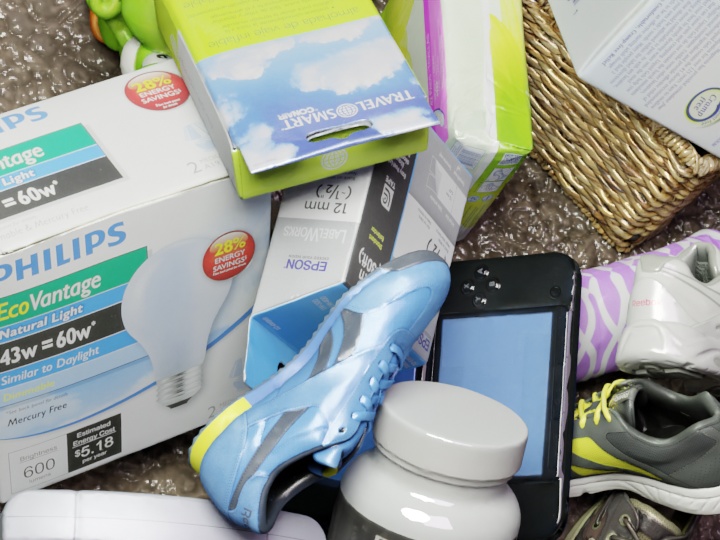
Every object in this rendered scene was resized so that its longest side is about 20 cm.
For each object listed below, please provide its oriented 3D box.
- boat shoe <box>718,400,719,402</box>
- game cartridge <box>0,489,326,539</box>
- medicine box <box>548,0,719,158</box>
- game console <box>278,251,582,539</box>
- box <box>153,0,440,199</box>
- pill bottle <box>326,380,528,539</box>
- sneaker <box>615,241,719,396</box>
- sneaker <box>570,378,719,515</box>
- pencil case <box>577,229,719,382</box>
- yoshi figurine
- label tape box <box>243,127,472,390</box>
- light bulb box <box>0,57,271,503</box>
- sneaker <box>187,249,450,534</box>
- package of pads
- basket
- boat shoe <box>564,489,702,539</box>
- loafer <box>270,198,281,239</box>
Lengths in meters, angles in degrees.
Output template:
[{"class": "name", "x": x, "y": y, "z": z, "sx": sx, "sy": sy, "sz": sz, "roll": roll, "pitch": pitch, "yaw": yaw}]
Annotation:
[{"class": "boat shoe", "x": 0.338, "y": 0.095, "z": 1.510, "sx": 0.199, "sy": 0.068, "sz": 0.075, "roll": -17, "pitch": 72, "yaw": -24}, {"class": "game cartridge", "x": -0.128, "y": 0.173, "z": 1.277, "sx": 0.199, "sy": 0.133, "sz": 0.042, "roll": 7, "pitch": 61, "yaw": -16}, {"class": "medicine box", "x": 0.229, "y": -0.187, "z": 1.452, "sx": 0.199, "sy": 0.103, "sz": 0.183, "roll": 24, "pitch": 34, "yaw": -33}, {"class": "game console", "x": 0.044, "y": 0.074, "z": 1.373, "sx": 0.118, "sy": 0.170, "sz": 0.201, "roll": 30, "pitch": 60, "yaw": -54}, {"class": "box", "x": -0.041, "y": -0.121, "z": 1.244, "sx": 0.121, "sy": 0.048, "sz": 0.200, "roll": -16, "pitch": 47, "yaw": -12}, {"class": "pill bottle", "x": 0.034, "y": 0.178, "z": 1.284, "sx": 0.116, "sy": 0.116, "sz": 0.201, "roll": 12, "pitch": 107, "yaw": -4}, {"class": "sneaker", "x": 0.246, "y": 0.033, "z": 1.425, "sx": 0.200, "sy": 0.078, "sz": 0.100, "roll": 19, "pitch": 73, "yaw": -56}, {"class": "sneaker", "x": 0.168, "y": 0.104, "z": 1.398, "sx": 0.199, "sy": 0.085, "sz": 0.075, "roll": 4, "pitch": 43, "yaw": 24}, {"class": "pencil case", "x": 0.187, "y": 0.025, "z": 1.487, "sx": 0.199, "sy": 0.084, "sz": 0.085, "roll": -14, "pitch": 36, "yaw": -26}, {"class": "yoshi figurine", "x": -0.133, "y": -0.174, "z": 1.399, "sx": 0.112, "sy": 0.200, "sz": 0.112, "roll": -40, "pitch": 114, "yaw": 2}, {"class": "label tape box", "x": 0.000, "y": 0.000, "z": 1.306, "sx": 0.066, "sy": 0.143, "sz": 0.201, "roll": 3, "pitch": 69, "yaw": 26}, {"class": "light bulb box", "x": -0.167, "y": 0.005, "z": 1.287, "sx": 0.197, "sy": 0.201, "sz": 0.125, "roll": -21, "pitch": 47, "yaw": -25}, {"class": "sneaker", "x": -0.008, "y": 0.075, "z": 1.230, "sx": 0.200, "sy": 0.066, "sz": 0.078, "roll": -43, "pitch": 55, "yaw": -8}, {"class": "package of pads", "x": 0.064, "y": -0.138, "z": 1.478, "sx": 0.068, "sy": 0.155, "sz": 0.201, "roll": 7, "pitch": 63, "yaw": -15}, {"class": "basket", "x": 0.200, "y": -0.143, "z": 1.531, "sx": 0.143, "sy": 0.149, "sz": 0.200, "roll": -37, "pitch": 80, "yaw": -29}, {"class": "boat shoe", "x": 0.189, "y": 0.178, "z": 1.422, "sx": 0.073, "sy": 0.065, "sz": 0.201, "roll": 31, "pitch": 61, "yaw": -4}, {"class": "loafer", "x": -0.104, "y": -0.047, "z": 1.428, "sx": 0.200, "sy": 0.076, "sz": 0.068, "roll": 40, "pitch": 58, "yaw": -9}]
